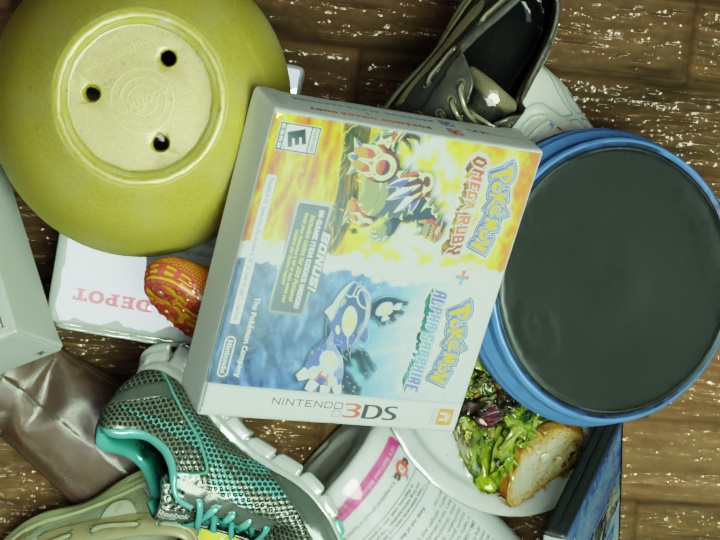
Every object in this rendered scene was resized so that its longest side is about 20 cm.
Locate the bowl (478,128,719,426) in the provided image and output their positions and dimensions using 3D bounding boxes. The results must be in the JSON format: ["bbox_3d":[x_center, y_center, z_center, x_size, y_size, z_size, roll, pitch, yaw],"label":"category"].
[{"bbox_3d":[0.164,0.005,1.064,0.199,0.039,0.203,-2,94,-20],"label":"bowl"}]

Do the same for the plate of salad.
[{"bbox_3d":[0.105,0.072,1.125,0.198,0.048,0.202,7,71,-22],"label":"plate of salad"}]

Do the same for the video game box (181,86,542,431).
[{"bbox_3d":[0.000,0.000,0.975,0.181,0.047,0.202,5,113,-27],"label":"video game box"}]

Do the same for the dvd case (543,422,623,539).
[{"bbox_3d":[0.156,0.218,1.110,0.017,0.143,0.202,9,123,21],"label":"dvd case"}]

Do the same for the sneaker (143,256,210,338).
[{"bbox_3d":[-0.053,0.024,1.047,0.199,0.073,0.078,21,71,-30],"label":"sneaker"}]

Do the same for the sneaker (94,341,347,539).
[{"bbox_3d":[-0.096,0.145,1.037,0.200,0.078,0.091,43,51,8],"label":"sneaker"}]

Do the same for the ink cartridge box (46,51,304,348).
[{"bbox_3d":[-0.128,-0.053,1.091,0.144,0.087,0.202,10,94,-9],"label":"ink cartridge box"}]

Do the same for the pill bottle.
[{"bbox_3d":[0.046,0.204,1.131,0.200,0.113,0.113,43,89,-10],"label":"pill bottle"}]

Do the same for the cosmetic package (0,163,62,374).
[{"bbox_3d":[-0.281,-0.028,1.034,0.107,0.085,0.202,-22,76,5],"label":"cosmetic package"}]

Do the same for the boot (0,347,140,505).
[{"bbox_3d":[-0.249,0.127,1.111,0.200,0.064,0.187,38,92,-15],"label":"boot"}]

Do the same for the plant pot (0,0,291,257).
[{"bbox_3d":[-0.135,-0.104,0.969,0.198,0.142,0.202,-1,95,-7],"label":"plant pot"}]

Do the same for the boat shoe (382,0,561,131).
[{"bbox_3d":[0.065,-0.110,1.021,0.074,0.073,0.201,30,77,-17],"label":"boat shoe"}]

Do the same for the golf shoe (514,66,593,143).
[{"bbox_3d":[0.143,-0.087,1.122,0.200,0.097,0.078,44,90,-9],"label":"golf shoe"}]

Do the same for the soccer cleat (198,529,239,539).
[{"bbox_3d":[-0.088,0.210,1.127,0.064,0.084,0.202,-18,98,-5],"label":"soccer cleat"}]

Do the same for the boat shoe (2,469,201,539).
[{"bbox_3d":[-0.191,0.204,1.093,0.199,0.063,0.073,-28,118,17],"label":"boat shoe"}]
